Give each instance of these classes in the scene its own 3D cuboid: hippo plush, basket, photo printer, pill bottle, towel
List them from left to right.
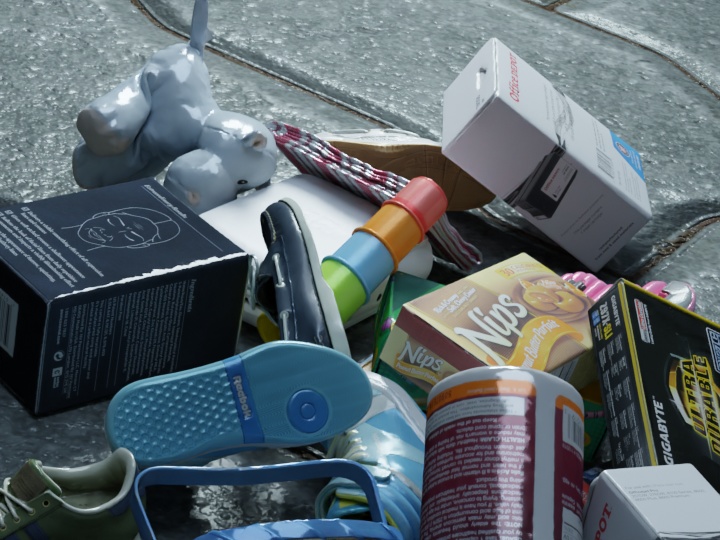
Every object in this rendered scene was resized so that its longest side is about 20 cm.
[{"bbox_3d":[-0.153,-0.114,1.874,0.161,0.160,0.200,39,71,13],"label":"hippo plush"},{"bbox_3d":[-0.048,0.207,1.326,0.175,0.140,0.201,-2,41,-23],"label":"basket"},{"bbox_3d":[-0.055,-0.010,1.794,0.166,0.070,0.200,28,32,28],"label":"photo printer"},{"bbox_3d":[0.014,-0.072,1.885,0.199,0.030,0.146,28,-10,31],"label":"towel"},{"bbox_3d":[0.096,0.178,1.386,0.113,0.114,0.201,8,61,-6],"label":"pill bottle"}]

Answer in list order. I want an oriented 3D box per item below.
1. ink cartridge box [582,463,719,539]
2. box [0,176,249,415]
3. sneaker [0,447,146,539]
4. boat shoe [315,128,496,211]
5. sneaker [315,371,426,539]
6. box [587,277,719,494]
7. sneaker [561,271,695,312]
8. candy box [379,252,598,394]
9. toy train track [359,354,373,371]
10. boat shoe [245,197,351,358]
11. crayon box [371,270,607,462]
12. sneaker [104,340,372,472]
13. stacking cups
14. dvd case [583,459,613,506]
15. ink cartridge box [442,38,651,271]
[{"bbox_3d":[0.223,0.245,1.356,0.084,0.146,0.200,-2,31,-26],"label":"ink cartridge box"},{"bbox_3d":[-0.215,0.016,1.645,0.199,0.108,0.148,-14,37,-38],"label":"box"},{"bbox_3d":[-0.237,0.168,1.377,0.199,0.090,0.067,-7,34,-31],"label":"sneaker"},{"bbox_3d":[0.041,-0.111,2.015,0.198,0.071,0.069,10,27,-3],"label":"boat shoe"},{"bbox_3d":[-0.004,0.148,1.498,0.130,0.080,0.200,-15,39,-42],"label":"sneaker"},{"bbox_3d":[0.262,0.119,1.568,0.159,0.049,0.201,26,39,-26],"label":"box"},{"bbox_3d":[0.217,0.058,1.776,0.079,0.096,0.199,-34,25,-32],"label":"sneaker"},{"bbox_3d":[0.118,0.056,1.599,0.115,0.056,0.200,34,29,22],"label":"candy box"},{"bbox_3d":[-0.004,0.087,1.677,0.114,0.033,0.200,25,30,23],"label":"toy train track"},{"bbox_3d":[-0.057,0.017,1.585,0.061,0.075,0.201,-16,46,-6],"label":"boat shoe"},{"bbox_3d":[0.109,0.079,1.680,0.199,0.059,0.119,18,27,-6],"label":"crayon box"},{"bbox_3d":[-0.097,0.106,1.499,0.198,0.080,0.131,-6,-12,-14],"label":"sneaker"},{"bbox_3d":[0.000,0.000,1.688,0.060,0.061,0.200,29,56,29],"label":"stacking cups"},{"bbox_3d":[0.243,0.195,1.588,0.146,0.022,0.199,33,36,34],"label":"dvd case"},{"bbox_3d":[0.178,-0.114,1.957,0.200,0.084,0.145,37,24,-16],"label":"ink cartridge box"}]
